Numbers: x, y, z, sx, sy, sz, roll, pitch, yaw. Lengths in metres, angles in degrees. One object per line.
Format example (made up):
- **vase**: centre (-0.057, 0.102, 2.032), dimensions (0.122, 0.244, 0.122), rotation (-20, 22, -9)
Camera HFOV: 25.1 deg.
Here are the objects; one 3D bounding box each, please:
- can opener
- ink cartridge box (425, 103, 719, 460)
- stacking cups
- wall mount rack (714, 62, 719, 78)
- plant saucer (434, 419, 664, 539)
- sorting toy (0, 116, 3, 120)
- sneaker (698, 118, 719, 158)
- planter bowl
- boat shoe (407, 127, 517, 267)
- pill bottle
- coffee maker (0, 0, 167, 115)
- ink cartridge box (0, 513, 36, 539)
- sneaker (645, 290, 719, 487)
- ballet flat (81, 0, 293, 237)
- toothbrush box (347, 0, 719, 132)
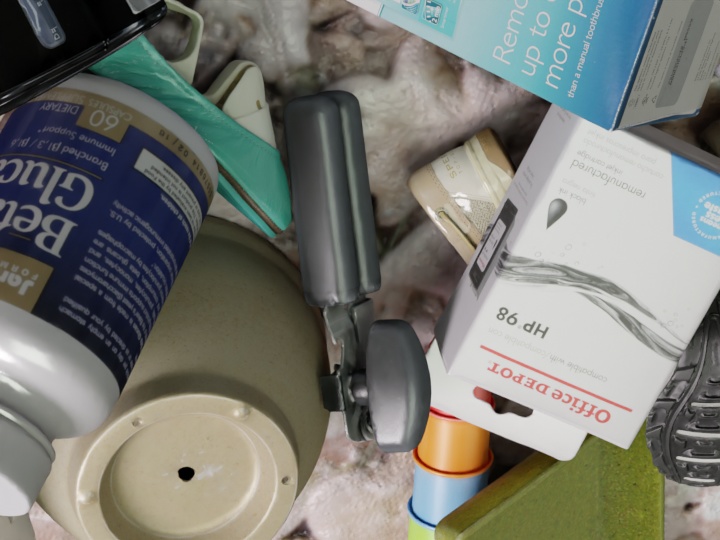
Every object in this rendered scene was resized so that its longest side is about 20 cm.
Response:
- **can opener**: centre (0.000, 0.000, 0.892), dimensions (0.066, 0.053, 0.200), rotation (-7, 98, 26)
- **ink cartridge box**: centre (0.119, 0.017, 0.884), dimensions (0.116, 0.067, 0.200), rotation (23, 106, -12)
- **stacking cups**: centre (0.052, 0.134, 1.013), dimensions (0.060, 0.061, 0.200), rotation (-6, 115, -11)
- **wall mount rack**: centre (0.247, -0.188, 0.830), dimensions (0.200, 0.174, 0.075), rotation (-37, 84, 7)
- **plant saucer**: centre (0.115, 0.191, 1.024), dimensions (0.200, 0.048, 0.200), rotation (-29, 127, -36)
- **sorting toy**: centre (-0.309, -0.051, 0.813), dimensions (0.199, 0.070, 0.200), rotation (29, 107, -26)
- **sneaker**: centre (0.282, -0.027, 0.977), dimensions (0.076, 0.070, 0.200), rotation (-36, 120, 5)
- **planter bowl**: centre (-0.104, 0.085, 0.900), dimensions (0.200, 0.135, 0.200), rotation (-6, 118, -11)
- **boat shoe**: centre (0.093, 0.014, 0.952), dimensions (0.065, 0.072, 0.200), rotation (-28, 114, 6)
- **pill bottle**: centre (-0.155, 0.012, 0.787), dimensions (0.111, 0.111, 0.200), rotation (38, 59, -28)
- **coffee maker**: centre (-0.208, -0.157, 0.707), dimensions (0.192, 0.135, 0.200), rotation (-27, 102, -9)
- **ink cartridge box**: centre (-0.290, 0.133, 0.864), dimensions (0.200, 0.084, 0.145), rotation (-2, 130, 6)
- **sneaker**: centre (0.213, 0.043, 0.988), dimensions (0.074, 0.079, 0.200), rotation (2, 115, 13)
- **ballet flat**: centre (-0.092, -0.095, 0.851), dimensions (0.200, 0.067, 0.070), rotation (38, 89, -30)
- **toothbrush box**: centre (0.084, -0.174, 0.771), dimensions (0.085, 0.200, 0.146), rotation (-13, 128, -48)
